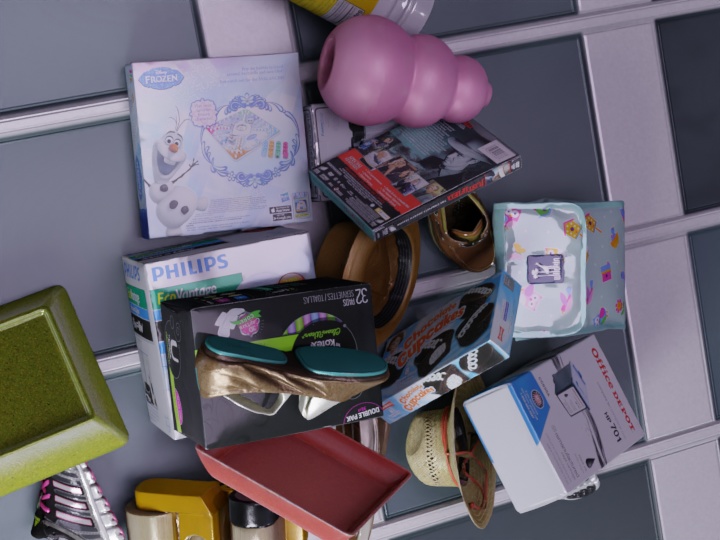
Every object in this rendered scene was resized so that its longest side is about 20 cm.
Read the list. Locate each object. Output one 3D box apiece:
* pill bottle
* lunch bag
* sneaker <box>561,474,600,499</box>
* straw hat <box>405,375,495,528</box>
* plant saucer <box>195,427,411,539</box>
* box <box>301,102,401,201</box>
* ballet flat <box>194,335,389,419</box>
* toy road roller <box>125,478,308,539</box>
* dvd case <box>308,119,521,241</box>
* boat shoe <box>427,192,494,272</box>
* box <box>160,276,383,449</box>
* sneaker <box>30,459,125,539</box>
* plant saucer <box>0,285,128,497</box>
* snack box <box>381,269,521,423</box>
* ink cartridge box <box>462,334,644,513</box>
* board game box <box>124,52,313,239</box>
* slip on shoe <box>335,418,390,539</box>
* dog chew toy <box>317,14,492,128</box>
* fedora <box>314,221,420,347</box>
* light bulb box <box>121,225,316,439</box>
[{"bbox_3d":[-0.017,-0.342,1.641,0.200,0.111,0.112,25,84,-22],"label":"pill bottle"},{"bbox_3d":[0.234,-0.003,1.727,0.200,0.122,0.171,-2,93,-47],"label":"lunch bag"},{"bbox_3d":[0.236,0.225,1.796,0.200,0.075,0.081,40,34,-32],"label":"sneaker"},{"bbox_3d":[0.102,0.217,1.728,0.085,0.201,0.202,-6,97,20],"label":"straw hat"},{"bbox_3d":[-0.064,0.227,1.586,0.200,0.200,0.037,27,110,14],"label":"plant saucer"},{"bbox_3d":[0.027,-0.150,1.696,0.199,0.060,0.117,-9,96,-21],"label":"box"},{"bbox_3d":[-0.071,0.112,1.410,0.199,0.068,0.073,6,112,-23],"label":"ballet flat"},{"bbox_3d":[-0.158,0.296,1.630,0.199,0.146,0.123,1,102,15],"label":"toy road roller"},{"bbox_3d":[0.062,-0.116,1.608,0.200,0.146,0.022,-29,134,-18],"label":"dvd case"},{"bbox_3d":[0.119,-0.055,1.695,0.072,0.068,0.200,-34,133,2],"label":"boat shoe"},{"bbox_3d":[-0.095,0.093,1.495,0.199,0.124,0.149,-9,96,-23],"label":"box"},{"bbox_3d":[-0.335,0.255,1.569,0.087,0.074,0.200,-30,105,-19],"label":"sneaker"},{"bbox_3d":[-0.375,0.129,1.519,0.199,0.048,0.200,-22,77,-19],"label":"plant saucer"},{"bbox_3d":[0.099,0.090,1.649,0.037,0.200,0.116,39,40,-21],"label":"snack box"},{"bbox_3d":[0.235,0.180,1.697,0.200,0.086,0.147,-23,85,-47],"label":"ink cartridge box"},{"bbox_3d":[-0.161,-0.145,1.631,0.199,0.043,0.200,-7,96,-21],"label":"board game box"},{"bbox_3d":[0.004,0.240,1.709,0.060,0.076,0.201,1,88,-37],"label":"slip on shoe"},{"bbox_3d":[0.055,-0.219,1.610,0.199,0.125,0.125,8,90,-18],"label":"dog chew toy"},{"bbox_3d":[0.000,0.000,1.655,0.201,0.082,0.201,-45,144,-47],"label":"fedora"},{"bbox_3d":[-0.150,0.065,1.604,0.198,0.125,0.201,-12,98,-20],"label":"light bulb box"}]
